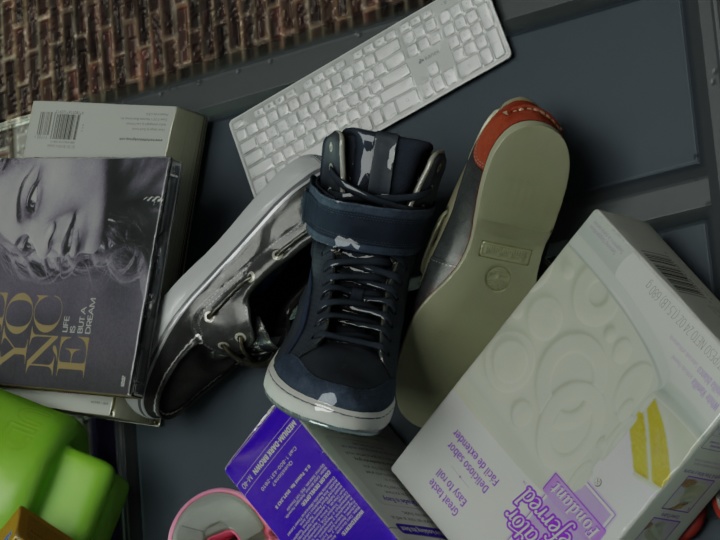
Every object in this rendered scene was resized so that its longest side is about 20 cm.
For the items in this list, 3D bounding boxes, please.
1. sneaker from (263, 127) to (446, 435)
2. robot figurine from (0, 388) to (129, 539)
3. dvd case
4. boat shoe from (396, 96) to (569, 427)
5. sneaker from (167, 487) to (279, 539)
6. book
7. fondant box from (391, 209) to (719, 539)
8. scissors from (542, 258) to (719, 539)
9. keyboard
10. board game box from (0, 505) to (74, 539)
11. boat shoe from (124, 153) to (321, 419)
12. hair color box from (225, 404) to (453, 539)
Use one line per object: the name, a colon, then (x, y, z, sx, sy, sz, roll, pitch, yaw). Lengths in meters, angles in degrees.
sneaker: (-0.002, -0.001, 1.663, 0.077, 0.202, 0.147, 13, 110, -4)
robot figurine: (-0.250, 0.128, 1.843, 0.199, 0.175, 0.116, 19, 79, 11)
dvd case: (-0.190, 0.002, 1.851, 0.200, 0.016, 0.149, 2, 80, 49)
boat shoe: (0.069, -0.004, 1.706, 0.063, 0.071, 0.201, -115, 41, -66)
sneaker: (-0.050, 0.221, 1.740, 0.079, 0.095, 0.201, -21, 89, -1)
book: (-0.175, -0.008, 1.885, 0.133, 0.048, 0.201, 5, 83, 39)
fondant box: (0.128, 0.089, 1.636, 0.200, 0.058, 0.144, -53, 55, 19)
scissors: (0.165, 0.062, 1.658, 0.073, 0.014, 0.201, -35, 62, 27)
keyboard: (0.004, -0.111, 1.803, 0.200, 0.011, 0.056, -29, 66, 27)
board game box: (-0.207, 0.262, 1.792, 0.200, 0.153, 0.040, -49, 18, 16)
boat shoe: (-0.066, 0.023, 1.794, 0.200, 0.070, 0.066, -49, 56, 8)
hair color box: (0.023, 0.166, 1.674, 0.065, 0.109, 0.200, -52, 57, 15)
